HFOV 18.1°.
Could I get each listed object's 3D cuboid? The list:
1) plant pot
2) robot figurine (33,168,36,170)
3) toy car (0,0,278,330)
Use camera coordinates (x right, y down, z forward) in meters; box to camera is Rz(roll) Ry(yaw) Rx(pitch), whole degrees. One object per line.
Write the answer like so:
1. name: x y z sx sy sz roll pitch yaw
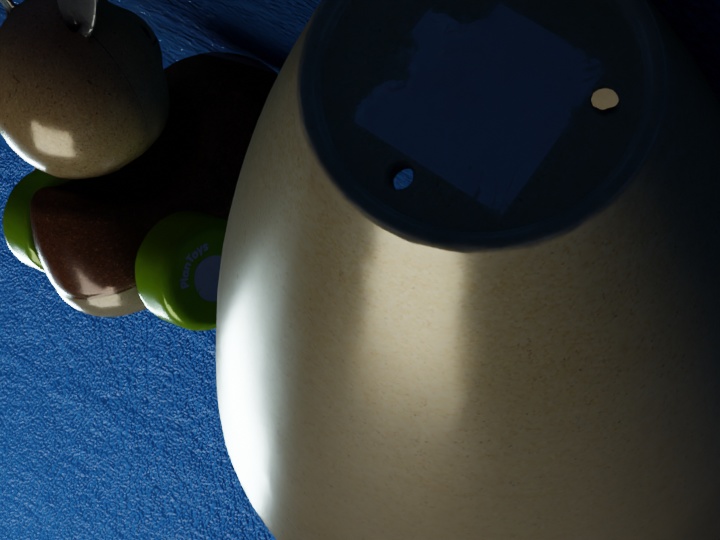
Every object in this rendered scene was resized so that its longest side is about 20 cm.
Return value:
1. plant pot: 0.038 -0.009 0.642 0.186 0.188 0.200 26 162 14
2. robot figurine: -0.421 -0.097 3.515 0.199 0.059 0.145 29 177 -17
3. toy car: -0.118 -0.093 1.090 0.164 0.158 0.201 17 141 51
